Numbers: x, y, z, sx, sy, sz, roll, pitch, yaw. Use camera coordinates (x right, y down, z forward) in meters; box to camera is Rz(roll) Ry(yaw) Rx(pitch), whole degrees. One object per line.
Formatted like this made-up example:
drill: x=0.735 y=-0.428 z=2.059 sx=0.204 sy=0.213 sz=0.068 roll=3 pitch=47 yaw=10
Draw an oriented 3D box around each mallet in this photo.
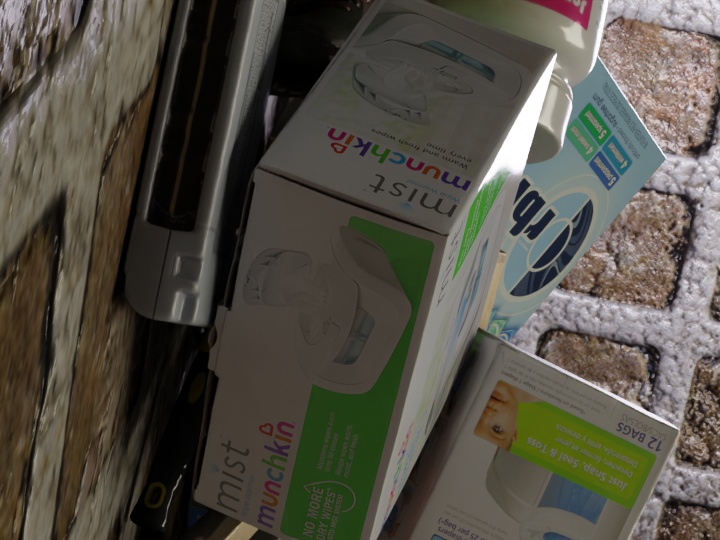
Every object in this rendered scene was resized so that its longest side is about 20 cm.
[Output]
mallet: x=-0.082 y=0.034 z=1.146 sx=0.200 sy=0.066 sz=0.041 roll=-62 pitch=167 yaw=-18

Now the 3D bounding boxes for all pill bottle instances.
pill bottle: x=0.090 y=-0.172 z=1.309 sx=0.113 sy=0.113 sz=0.201 roll=92 pitch=10 yaw=-74

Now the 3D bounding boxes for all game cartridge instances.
game cartridge: x=-0.064 y=-0.075 z=0.995 sx=0.133 sy=0.040 sz=0.201 roll=35 pitch=67 yaw=-83

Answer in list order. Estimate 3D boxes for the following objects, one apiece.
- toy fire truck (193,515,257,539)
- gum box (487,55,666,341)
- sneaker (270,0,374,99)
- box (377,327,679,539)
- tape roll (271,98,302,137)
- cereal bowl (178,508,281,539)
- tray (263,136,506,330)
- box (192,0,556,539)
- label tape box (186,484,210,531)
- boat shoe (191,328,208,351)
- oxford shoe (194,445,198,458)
toy fire truck: x=-0.063 y=0.168 z=1.115 sx=0.200 sy=0.049 sz=0.141 roll=-34 pitch=135 yaw=-41
gum box: x=0.095 y=-0.039 z=1.424 sx=0.200 sy=0.045 sz=0.170 roll=-48 pitch=149 yaw=-1
sneaker: x=-0.018 y=-0.148 z=1.170 sx=0.200 sy=0.075 sz=0.116 roll=-1 pitch=93 yaw=-74
box: x=0.069 y=0.145 z=1.193 sx=0.201 sy=0.112 sz=0.101 roll=-64 pitch=-171 yaw=0
tape roll: x=0.041 y=-0.090 z=1.457 sx=0.066 sy=0.200 sz=0.200 roll=58 pitch=-18 yaw=23
cereal bowl: x=-0.064 y=0.203 z=1.254 sx=0.200 sy=0.083 sz=0.201 roll=-30 pitch=131 yaw=-41
tray: x=0.000 y=0.000 z=1.314 sx=0.200 sy=0.037 sz=0.099 roll=33 pitch=-66 yaw=49
box: x=0.004 y=0.001 z=1.058 sx=0.177 sy=0.096 sz=0.200 roll=-59 pitch=166 yaw=-52
label tape box: x=-0.064 y=0.106 z=1.457 sx=0.143 sy=0.066 sz=0.201 roll=98 pitch=2 yaw=-57
boat shoe: x=-0.059 y=0.040 z=1.234 sx=0.074 sy=0.066 sz=0.200 roll=-38 pitch=-152 yaw=28
oxford shoe: x=-0.028 y=0.084 z=1.284 sx=0.200 sy=0.071 sz=0.071 roll=-21 pitch=-136 yaw=52
